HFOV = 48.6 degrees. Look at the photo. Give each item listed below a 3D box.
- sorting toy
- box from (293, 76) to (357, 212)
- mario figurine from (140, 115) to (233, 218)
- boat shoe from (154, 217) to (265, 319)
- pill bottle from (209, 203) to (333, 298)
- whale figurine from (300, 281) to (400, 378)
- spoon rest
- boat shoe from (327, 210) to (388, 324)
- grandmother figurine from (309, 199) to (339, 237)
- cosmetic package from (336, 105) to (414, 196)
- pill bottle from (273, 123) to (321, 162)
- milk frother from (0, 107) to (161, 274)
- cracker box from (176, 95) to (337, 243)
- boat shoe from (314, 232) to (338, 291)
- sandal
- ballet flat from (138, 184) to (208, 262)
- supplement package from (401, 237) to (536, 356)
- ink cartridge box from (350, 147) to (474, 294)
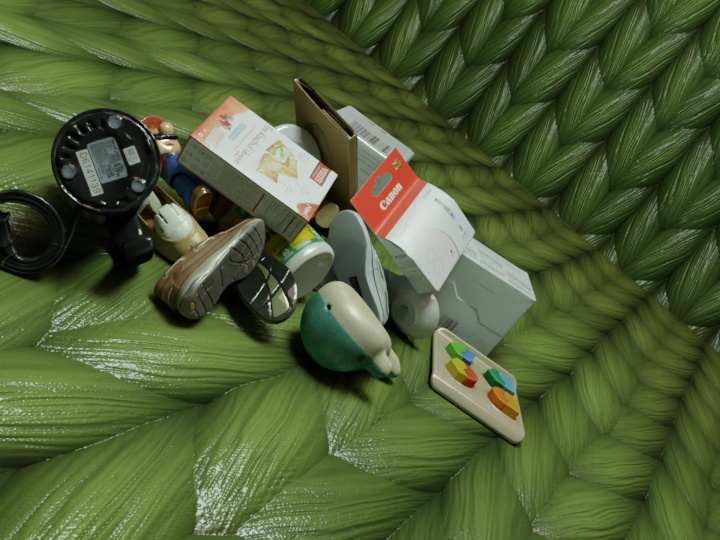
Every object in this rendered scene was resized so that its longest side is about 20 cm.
[{"bbox_3d":[0.202,0.186,1.357,0.185,0.036,0.200,35,22,-6],"label":"sorting toy"},{"bbox_3d":[-0.056,-0.189,1.292,0.021,0.200,0.164,-28,57,-20],"label":"box"},{"bbox_3d":[-0.267,-0.166,1.161,0.200,0.106,0.123,40,-11,22],"label":"mario figurine"},{"bbox_3d":[-0.194,-0.016,1.047,0.072,0.076,0.200,18,36,19],"label":"boat shoe"},{"bbox_3d":[-0.143,-0.057,1.211,0.200,0.113,0.113,46,23,20],"label":"pill bottle"},{"bbox_3d":[-0.014,0.103,1.142,0.159,0.104,0.200,53,2,36],"label":"whale figurine"},{"bbox_3d":[0.056,0.038,1.367,0.200,0.099,0.061,38,33,25],"label":"spoon rest"},{"bbox_3d":[0.000,0.000,1.280,0.065,0.073,0.200,-24,106,-63],"label":"boat shoe"},{"bbox_3d":[-0.078,-0.095,1.369,0.121,0.061,0.200,61,-8,5],"label":"grandmother figurine"},{"bbox_3d":[-0.028,-0.178,1.516,0.165,0.200,0.165,37,22,0],"label":"cosmetic package"},{"bbox_3d":[-0.159,-0.173,1.323,0.111,0.111,0.200,24,-13,-31],"label":"pill bottle"},{"bbox_3d":[-0.344,-0.086,0.950,0.200,0.181,0.188,-3,-2,-18],"label":"milk frother"},{"bbox_3d":[-0.144,-0.148,1.148,0.200,0.058,0.134,36,39,-9],"label":"cracker box"},{"bbox_3d":[-0.084,-0.028,1.305,0.200,0.068,0.075,34,22,-8],"label":"boat shoe"},{"bbox_3d":[-0.153,0.011,1.124,0.080,0.057,0.201,-28,47,-24],"label":"sandal"},{"bbox_3d":[-0.282,-0.080,1.102,0.200,0.063,0.069,39,65,19],"label":"ballet flat"},{"bbox_3d":[0.194,0.035,1.486,0.200,0.156,0.111,32,25,-13],"label":"supplement package"},{"bbox_3d":[0.092,-0.085,1.307,0.200,0.057,0.163,55,49,-23],"label":"ink cartridge box"}]
